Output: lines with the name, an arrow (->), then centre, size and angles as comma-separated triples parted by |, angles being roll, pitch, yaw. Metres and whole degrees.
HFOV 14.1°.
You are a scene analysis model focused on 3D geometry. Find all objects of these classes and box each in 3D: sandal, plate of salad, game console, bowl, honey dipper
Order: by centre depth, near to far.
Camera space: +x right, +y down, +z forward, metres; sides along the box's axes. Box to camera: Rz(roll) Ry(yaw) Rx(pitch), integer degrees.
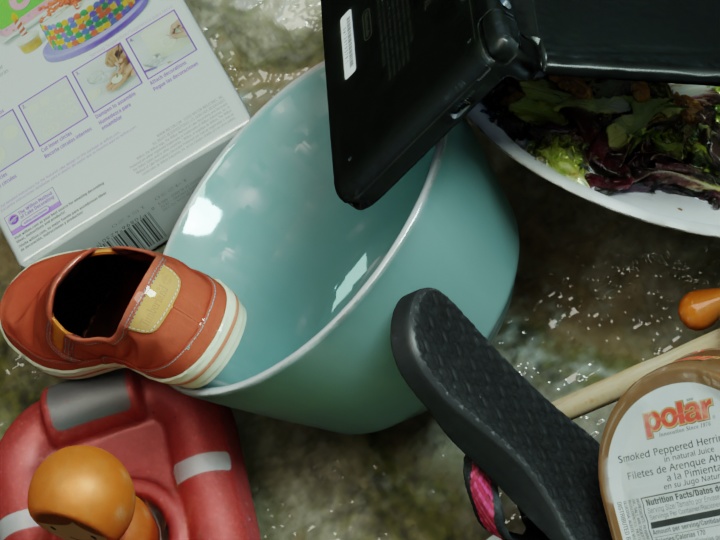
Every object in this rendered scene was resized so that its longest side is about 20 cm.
sandal -> 0.070, 0.090, 1.357 | 0.045, 0.200, 0.075 | -29, 24, 30
honey dipper -> 0.138, 0.048, 1.362 | 0.199, 0.038, 0.038 | -29, 54, 39
game console -> 0.078, -0.119, 1.365 | 0.176, 0.116, 0.201 | -44, 30, 28
plate of salad -> 0.142, -0.074, 1.408 | 0.200, 0.199, 0.048 | 35, 122, 29
bowl -> 0.000, 0.000, 1.427 | 0.200, 0.105, 0.202 | -33, 36, 28

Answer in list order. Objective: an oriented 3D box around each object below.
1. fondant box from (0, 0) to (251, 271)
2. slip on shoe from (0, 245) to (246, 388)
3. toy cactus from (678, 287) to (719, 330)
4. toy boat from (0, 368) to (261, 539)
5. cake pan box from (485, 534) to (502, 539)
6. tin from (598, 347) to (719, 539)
fondant box -> -0.151, -0.101, 1.578 | 0.144, 0.058, 0.201 | -31, 60, 1
slip on shoe -> -0.128, 0.015, 1.426 | 0.200, 0.061, 0.074 | 8, 67, 58
toy cactus -> 0.229, 0.051, 1.348 | 0.199, 0.102, 0.166 | -28, 40, 19
toy boat -> -0.121, 0.128, 1.412 | 0.130, 0.131, 0.201 | -19, 60, 8
cake pan box -> 0.046, 0.246, 1.347 | 0.199, 0.052, 0.185 | -35, 62, -1
tin -> 0.171, 0.136, 1.307 | 0.111, 0.042, 0.201 | -16, 89, 36
